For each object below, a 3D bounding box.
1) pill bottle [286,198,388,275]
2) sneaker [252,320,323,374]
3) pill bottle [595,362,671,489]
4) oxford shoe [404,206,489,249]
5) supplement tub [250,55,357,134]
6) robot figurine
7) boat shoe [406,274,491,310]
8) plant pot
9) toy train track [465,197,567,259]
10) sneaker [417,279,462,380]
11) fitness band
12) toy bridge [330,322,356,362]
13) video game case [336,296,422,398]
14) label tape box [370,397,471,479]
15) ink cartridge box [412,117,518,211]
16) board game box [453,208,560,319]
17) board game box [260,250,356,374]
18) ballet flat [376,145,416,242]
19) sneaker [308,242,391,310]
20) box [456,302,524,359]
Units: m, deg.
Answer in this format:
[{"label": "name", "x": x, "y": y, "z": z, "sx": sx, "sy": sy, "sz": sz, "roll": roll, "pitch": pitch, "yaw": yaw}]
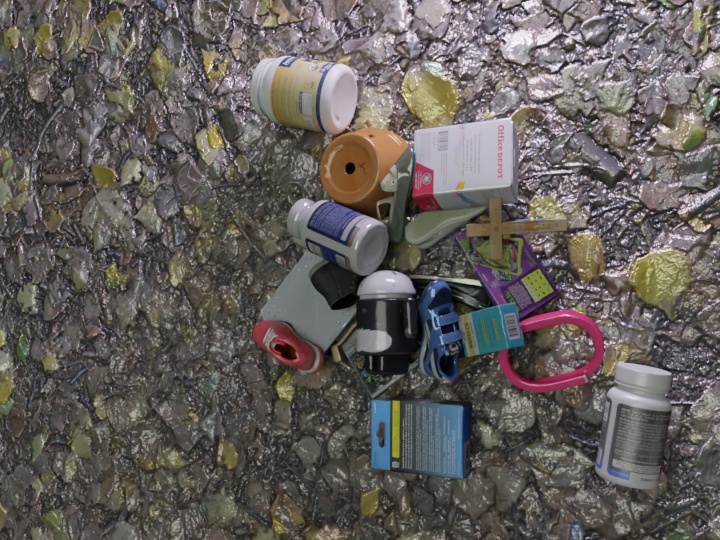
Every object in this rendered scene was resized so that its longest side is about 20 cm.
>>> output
[{"label": "pill bottle", "x": -0.049, "y": -0.074, "z": 1.549, "sx": 0.198, "sy": 0.110, "sz": 0.113, "roll": 25, "pitch": 99, "yaw": 33}, {"label": "sneaker", "x": -0.167, "y": 0.151, "z": 1.637, "sx": 0.198, "sy": 0.086, "sz": 0.075, "roll": 23, "pitch": 92, "yaw": 37}, {"label": "pill bottle", "x": 0.491, "y": 0.274, "z": 1.389, "sx": 0.112, "sy": 0.113, "sz": 0.204, "roll": 10, "pitch": 94, "yaw": 23}, {"label": "oxford shoe", "x": 0.181, "y": -0.108, "z": 1.567, "sx": 0.198, "sy": 0.058, "sz": 0.076, "roll": -31, "pitch": 53, "yaw": 6}, {"label": "supplement tub", "x": -0.121, "y": -0.376, "z": 1.653, "sx": 0.197, "sy": 0.144, "sz": 0.147, "roll": 15, "pitch": 95, "yaw": 23}, {"label": "robot figurine", "x": 0.054, "y": 0.102, "z": 1.527, "sx": 0.148, "sy": 0.125, "sz": 0.204, "roll": -2, "pitch": 85, "yaw": 20}, {"label": "boat shoe", "x": 0.169, "y": 0.045, "z": 1.558, "sx": 0.197, "sy": 0.072, "sz": 0.069, "roll": 9, "pitch": 89, "yaw": 21}, {"label": "plant pot", "x": 0.004, "y": -0.202, "z": 1.599, "sx": 0.197, "sy": 0.140, "sz": 0.204, "roll": -1, "pitch": 88, "yaw": 24}, {"label": "toy train track", "x": 0.297, "y": -0.084, "z": 1.491, "sx": 0.196, "sy": 0.033, "sz": 0.117, "roll": -4, "pitch": 100, "yaw": -5}, {"label": "sneaker", "x": 0.158, "y": 0.117, "z": 1.479, "sx": 0.082, "sy": 0.073, "sz": 0.204, "roll": 24, "pitch": 122, "yaw": 55}, {"label": "fitness band", "x": 0.359, "y": 0.154, "z": 1.467, "sx": 0.197, "sy": 0.037, "sz": 0.146, "roll": -16, "pitch": 102, "yaw": 20}, {"label": "toy bridge", "x": 0.025, "y": 0.129, "z": 1.620, "sx": 0.198, "sy": 0.027, "sz": 0.068, "roll": -24, "pitch": 79, "yaw": 22}, {"label": "video game case", "x": 0.053, "y": 0.137, "z": 1.635, "sx": 0.199, "sy": 0.023, "sz": 0.183, "roll": -38, "pitch": 74, "yaw": 18}, {"label": "label tape box", "x": 0.123, "y": 0.336, "z": 1.578, "sx": 0.197, "sy": 0.063, "sz": 0.147, "roll": 1, "pitch": 90, "yaw": 24}, {"label": "ink cartridge box", "x": 0.205, "y": -0.203, "z": 1.515, "sx": 0.196, "sy": 0.086, "sz": 0.150, "roll": -2, "pitch": 70, "yaw": 20}, {"label": "board game box", "x": 0.282, "y": -0.007, "z": 1.505, "sx": 0.119, "sy": 0.032, "sz": 0.202, "roll": -27, "pitch": 76, "yaw": -12}, {"label": "board game box", "x": -0.107, "y": 0.087, "z": 1.679, "sx": 0.201, "sy": 0.026, "sz": 0.201, "roll": -51, "pitch": 56, "yaw": 16}, {"label": "ballet flat", "x": 0.065, "y": -0.145, "z": 1.519, "sx": 0.062, "sy": 0.068, "sz": 0.203, "roll": 0, "pitch": 121, "yaw": -12}, {"label": "sneaker", "x": 0.000, "y": 0.000, "z": 1.600, "sx": 0.198, "sy": 0.075, "sz": 0.107, "roll": -34, "pitch": 56, "yaw": -4}, {"label": "box", "x": 0.221, "y": 0.121, "z": 1.495, "sx": 0.199, "sy": 0.049, "sz": 0.084, "roll": -22, "pitch": 77, "yaw": 53}]
